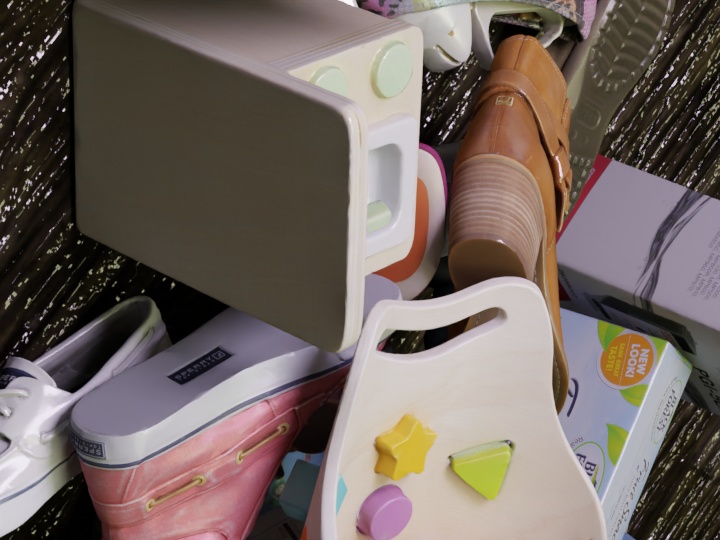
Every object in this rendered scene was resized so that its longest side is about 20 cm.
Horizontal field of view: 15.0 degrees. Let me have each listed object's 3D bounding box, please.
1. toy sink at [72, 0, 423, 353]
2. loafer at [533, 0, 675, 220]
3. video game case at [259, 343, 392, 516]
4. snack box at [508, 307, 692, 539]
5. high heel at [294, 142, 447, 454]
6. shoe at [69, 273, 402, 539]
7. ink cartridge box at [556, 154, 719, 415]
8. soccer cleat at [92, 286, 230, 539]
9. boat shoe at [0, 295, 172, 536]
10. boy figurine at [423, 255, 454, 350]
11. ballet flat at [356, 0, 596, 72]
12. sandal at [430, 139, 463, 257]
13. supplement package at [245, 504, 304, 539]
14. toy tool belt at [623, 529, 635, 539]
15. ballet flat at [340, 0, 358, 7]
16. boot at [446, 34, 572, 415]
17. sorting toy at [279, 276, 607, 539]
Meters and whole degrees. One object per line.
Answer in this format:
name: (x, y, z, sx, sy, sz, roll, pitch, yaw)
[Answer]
toy sink: (-0.039, -0.063, 1.372, 0.112, 0.199, 0.131, -23, 125, -41)
loafer: (0.123, -0.122, 1.643, 0.076, 0.067, 0.201, 36, 80, -54)
video game case: (-0.034, 0.154, 1.639, 0.143, 0.017, 0.201, -26, 127, -40)
snack box: (0.098, 0.122, 1.661, 0.053, 0.142, 0.201, 40, 70, -58)
high heel: (0.000, 0.000, 1.511, 0.096, 0.067, 0.201, -78, -167, -61)
shoe: (-0.059, 0.077, 1.420, 0.199, 0.071, 0.091, -28, 126, -29)
ink cartridge box: (0.202, 0.016, 1.701, 0.083, 0.199, 0.147, -54, 140, -15)
soccer cleat: (-0.088, 0.080, 1.511, 0.073, 0.068, 0.201, 41, 71, -76)
boat shoe: (-0.174, 0.076, 1.400, 0.200, 0.073, 0.066, -37, 124, -42)
boy figurine: (0.036, 0.093, 1.612, 0.124, 0.064, 0.201, 86, 19, -87)
ballet flat: (0.062, -0.148, 1.535, 0.199, 0.069, 0.072, -5, 91, -41)
sandal: (0.014, -0.040, 1.561, 0.201, 0.050, 0.083, -3, 105, -28)
supplement package: (-0.055, 0.209, 1.499, 0.199, 0.118, 0.117, -26, 165, -42)
toy tool belt: (0.144, 0.201, 1.795, 0.199, 0.125, 0.124, 6, 112, -52)
ballet flat: (-0.018, -0.097, 1.457, 0.068, 0.068, 0.201, -27, 116, -20)
boot: (0.084, -0.018, 1.530, 0.201, 0.076, 0.156, 72, 23, -47)
sorting toy: (0.035, 0.095, 1.419, 0.199, 0.107, 0.181, -9, 117, -40)
